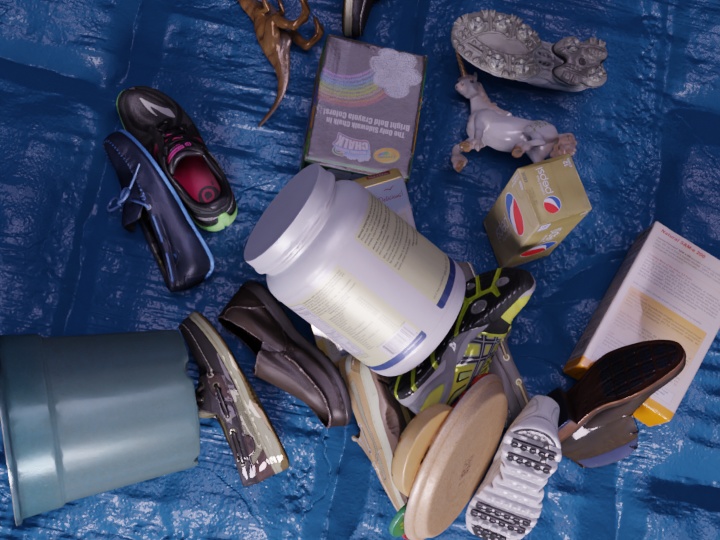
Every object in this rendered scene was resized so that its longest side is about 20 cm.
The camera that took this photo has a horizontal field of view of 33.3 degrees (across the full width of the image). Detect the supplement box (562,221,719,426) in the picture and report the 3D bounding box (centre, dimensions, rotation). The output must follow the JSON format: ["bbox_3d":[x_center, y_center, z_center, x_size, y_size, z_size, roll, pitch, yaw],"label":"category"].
[{"bbox_3d":[0.342,0.063,1.407,0.126,0.074,0.201,32,77,2],"label":"supplement box"}]

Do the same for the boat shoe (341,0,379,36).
[{"bbox_3d":[0.024,-0.376,1.480,0.065,0.072,0.202,13,71,2],"label":"boat shoe"}]

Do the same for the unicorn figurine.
[{"bbox_3d":[0.164,-0.168,1.428,0.199,0.074,0.138,28,45,7],"label":"unicorn figurine"}]

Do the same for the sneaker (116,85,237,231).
[{"bbox_3d":[-0.206,-0.140,1.390,0.077,0.084,0.200,-38,83,-15],"label":"sneaker"}]

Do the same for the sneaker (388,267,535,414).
[{"bbox_3d":[0.119,0.079,1.322,0.200,0.075,0.076,-44,120,-1],"label":"sneaker"}]

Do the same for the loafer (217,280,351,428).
[{"bbox_3d":[-0.088,0.105,1.348,0.071,0.073,0.200,-35,72,-25],"label":"loafer"}]

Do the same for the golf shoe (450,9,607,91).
[{"bbox_3d":[0.194,-0.251,1.454,0.198,0.097,0.079,15,79,-12],"label":"golf shoe"}]

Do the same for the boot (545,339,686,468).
[{"bbox_3d":[0.288,0.150,1.334,0.097,0.199,0.075,40,32,-32],"label":"boot"}]

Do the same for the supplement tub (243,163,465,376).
[{"bbox_3d":[-0.006,-0.001,1.241,0.200,0.145,0.146,38,74,-19],"label":"supplement tub"}]

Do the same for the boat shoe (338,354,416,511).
[{"bbox_3d":[0.026,0.185,1.351,0.071,0.076,0.202,-18,93,-53],"label":"boat shoe"}]

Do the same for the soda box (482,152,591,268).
[{"bbox_3d":[0.194,-0.062,1.356,0.064,0.200,0.068,-18,78,-10],"label":"soda box"}]

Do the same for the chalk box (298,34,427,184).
[{"bbox_3d":[-0.004,-0.147,1.396,0.123,0.124,0.202,11,76,-5],"label":"chalk box"}]

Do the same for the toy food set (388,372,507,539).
[{"bbox_3d":[0.092,0.197,1.268,0.048,0.199,0.200,26,42,23],"label":"toy food set"}]

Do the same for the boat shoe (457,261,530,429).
[{"bbox_3d":[0.145,0.083,1.384,0.060,0.072,0.203,-15,85,-10],"label":"boat shoe"}]

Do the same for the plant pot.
[{"bbox_3d":[-0.276,0.150,1.266,0.194,0.200,0.202,-7,77,-16],"label":"plant pot"}]

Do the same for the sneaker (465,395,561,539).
[{"bbox_3d":[0.171,0.219,1.310,0.075,0.201,0.081,22,38,2],"label":"sneaker"}]

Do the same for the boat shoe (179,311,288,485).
[{"bbox_3d":[-0.152,0.143,1.328,0.066,0.072,0.202,-30,85,-13],"label":"boat shoe"}]

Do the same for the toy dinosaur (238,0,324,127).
[{"bbox_3d":[-0.098,-0.275,1.459,0.106,0.060,0.201,-24,73,13],"label":"toy dinosaur"}]

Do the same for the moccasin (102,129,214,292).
[{"bbox_3d":[-0.242,-0.068,1.370,0.068,0.081,0.201,-32,81,-19],"label":"moccasin"}]

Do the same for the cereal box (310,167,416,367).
[{"bbox_3d":[0.000,0.000,1.342,0.143,0.040,0.201,-15,112,-2],"label":"cereal box"}]
